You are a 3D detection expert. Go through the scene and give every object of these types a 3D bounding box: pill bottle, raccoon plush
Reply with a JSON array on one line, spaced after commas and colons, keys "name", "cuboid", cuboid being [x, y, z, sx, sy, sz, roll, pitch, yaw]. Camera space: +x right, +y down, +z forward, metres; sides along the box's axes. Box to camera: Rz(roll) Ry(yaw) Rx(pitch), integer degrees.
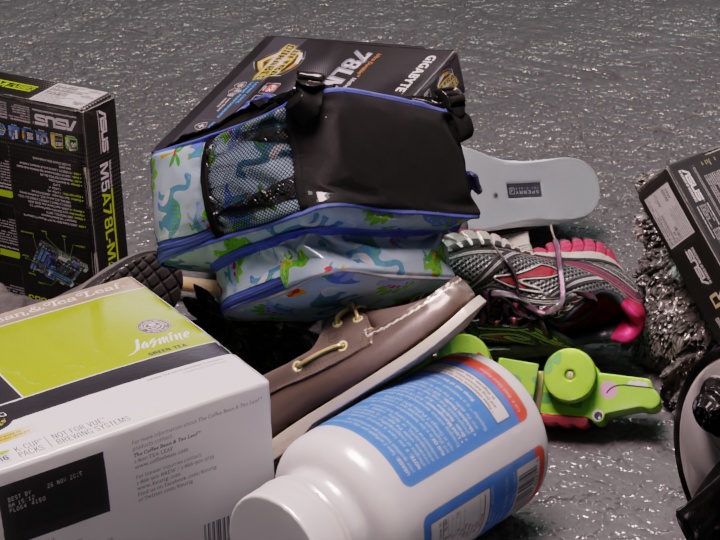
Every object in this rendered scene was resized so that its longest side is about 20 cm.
[{"name": "pill bottle", "cuboid": [0.016, 0.136, 1.256, 0.112, 0.113, 0.199, 20, 32, 39]}, {"name": "raccoon plush", "cuboid": [0.252, 0.011, 1.469, 0.096, 0.135, 0.200, -6, 25, -10]}]

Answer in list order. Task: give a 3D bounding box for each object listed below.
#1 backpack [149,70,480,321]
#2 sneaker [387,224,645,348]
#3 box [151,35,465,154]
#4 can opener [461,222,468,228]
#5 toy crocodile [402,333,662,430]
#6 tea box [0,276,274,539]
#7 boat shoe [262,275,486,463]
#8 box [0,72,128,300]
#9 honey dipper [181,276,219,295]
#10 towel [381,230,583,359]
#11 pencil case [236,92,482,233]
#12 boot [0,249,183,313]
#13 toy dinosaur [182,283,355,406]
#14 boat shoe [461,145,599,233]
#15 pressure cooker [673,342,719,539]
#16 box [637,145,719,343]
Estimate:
[{"name": "backpack", "cuboid": [-0.041, -0.040, 1.366, 0.199, 0.148, 0.182, -11, -8, 43]}, {"name": "sneaker", "cuboid": [0.114, 0.018, 1.447, 0.198, 0.081, 0.075, -4, 35, -23]}, {"name": "box", "cuboid": [-0.042, -0.128, 1.702, 0.197, 0.050, 0.200, 6, 38, 32]}, {"name": "can opener", "cuboid": [0.000, 0.000, 1.537, 0.199, 0.054, 0.067, -12, 33, -25]}, {"name": "toy crocodile", "cuboid": [0.113, 0.085, 1.420, 0.198, 0.062, 0.068, 7, -9, 8]}, {"name": "tea box", "cuboid": [-0.186, 0.117, 1.288, 0.199, 0.135, 0.196, -17, 30, -28]}, {"name": "boat shoe", "cuboid": [-0.010, 0.058, 1.310, 0.199, 0.060, 0.072, -36, -7, 18]}, {"name": "box", "cuboid": [-0.275, -0.058, 1.598, 0.199, 0.195, 0.047, 12, 30, 30]}, {"name": "honey dipper", "cuboid": [-0.127, 0.011, 1.624, 0.199, 0.038, 0.038, 8, 27, 26]}, {"name": "towel", "cuboid": [0.074, 0.019, 1.578, 0.198, 0.035, 0.193, -2, 22, 1]}, {"name": "pencil case", "cuboid": [-0.011, -0.074, 1.523, 0.199, 0.087, 0.078, 22, 27, 27]}, {"name": "boot", "cuboid": [-0.242, 0.030, 1.519, 0.199, 0.070, 0.131, -33, 37, -28]}, {"name": "toy dinosaur", "cuboid": [-0.059, 0.066, 1.437, 0.135, 0.103, 0.200, 6, -11, -32]}, {"name": "boat shoe", "cuboid": [0.095, -0.059, 1.670, 0.199, 0.071, 0.091, 2, -9, -30]}, {"name": "pressure cooker", "cuboid": [0.286, 0.107, 1.219, 0.199, 0.177, 0.178, -16, 25, -34]}, {"name": "box", "cuboid": [0.310, -0.002, 1.447, 0.159, 0.201, 0.044, -21, -12, -34]}]
